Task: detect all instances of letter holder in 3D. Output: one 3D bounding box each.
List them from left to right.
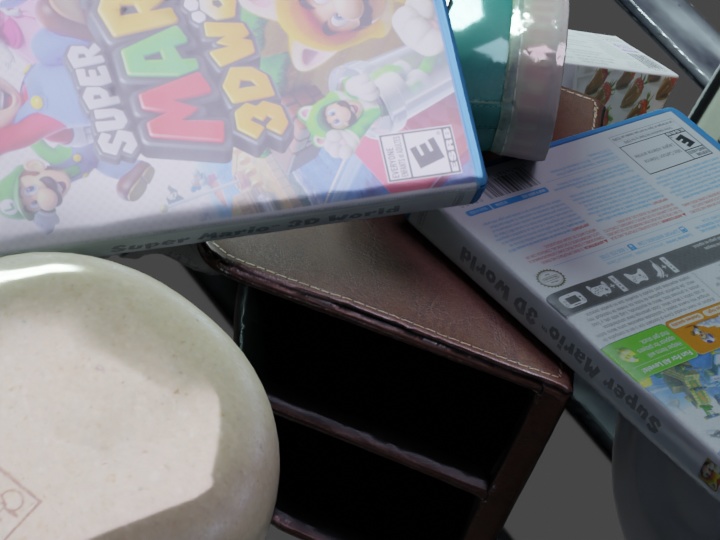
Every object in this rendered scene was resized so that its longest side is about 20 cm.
[{"bbox_3d":[0.000,0.000,1.054,0.141,0.101,0.200,22,32,-6],"label":"letter holder"}]

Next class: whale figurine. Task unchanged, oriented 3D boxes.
[{"bbox_3d":[-0.113,0.088,0.868,0.159,0.104,0.200,35,57,10],"label":"whale figurine"}]

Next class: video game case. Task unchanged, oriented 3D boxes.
[{"bbox_3d":[-0.070,-0.078,0.949,0.199,0.018,0.144,-8,72,-13],"label":"video game case"},{"bbox_3d":[0.129,0.020,0.993,0.143,0.018,0.200,-17,50,-43],"label":"video game case"}]

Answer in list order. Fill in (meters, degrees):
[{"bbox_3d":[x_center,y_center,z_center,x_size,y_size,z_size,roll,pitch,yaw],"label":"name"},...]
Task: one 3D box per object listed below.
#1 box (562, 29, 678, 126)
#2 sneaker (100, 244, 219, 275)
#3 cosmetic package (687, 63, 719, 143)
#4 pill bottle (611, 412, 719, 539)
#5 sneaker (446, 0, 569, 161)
[{"bbox_3d":[0.075,-0.079,1.226,0.041,0.039,0.200,33,15,23],"label":"box"},{"bbox_3d":[-0.121,-0.032,1.040,0.199,0.082,0.075,23,10,-42],"label":"sneaker"},{"bbox_3d":[0.247,-0.044,1.297,0.199,0.104,0.087,6,39,-33],"label":"cosmetic package"},{"bbox_3d":[0.202,0.074,1.086,0.199,0.111,0.111,4,39,-33],"label":"pill bottle"},{"bbox_3d":[0.032,-0.105,1.068,0.079,0.072,0.200,9,26,-3],"label":"sneaker"}]
